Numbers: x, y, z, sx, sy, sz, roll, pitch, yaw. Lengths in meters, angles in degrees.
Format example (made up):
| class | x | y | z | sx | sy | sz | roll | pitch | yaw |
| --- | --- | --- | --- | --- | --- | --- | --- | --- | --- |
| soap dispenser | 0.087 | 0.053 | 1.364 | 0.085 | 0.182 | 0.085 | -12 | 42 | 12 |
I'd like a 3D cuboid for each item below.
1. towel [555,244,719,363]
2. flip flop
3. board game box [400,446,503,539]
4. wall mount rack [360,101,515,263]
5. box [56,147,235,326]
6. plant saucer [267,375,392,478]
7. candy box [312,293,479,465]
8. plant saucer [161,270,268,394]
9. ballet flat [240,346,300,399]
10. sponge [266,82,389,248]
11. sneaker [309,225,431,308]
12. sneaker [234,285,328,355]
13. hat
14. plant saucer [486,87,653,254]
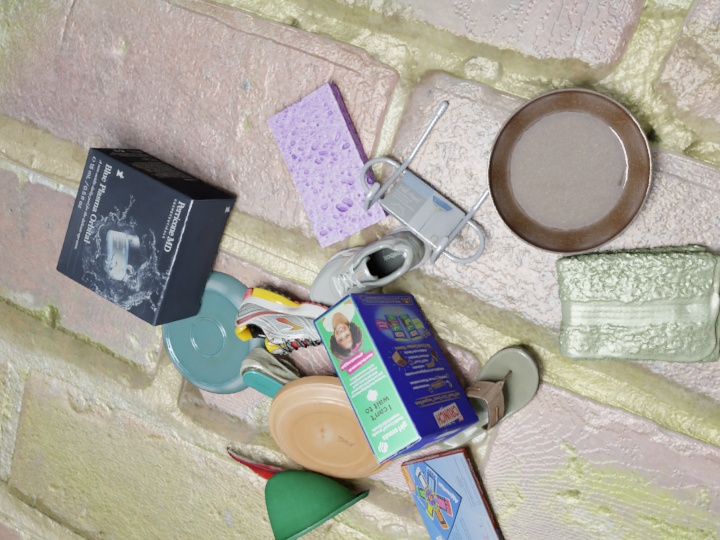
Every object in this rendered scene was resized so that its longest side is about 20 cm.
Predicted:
| class | x | y | z | sx | sy | sz | roll | pitch | yaw |
| --- | --- | --- | --- | --- | --- | --- | --- | --- | --- |
| towel | 0.347 | 0.045 | 0.971 | 0.197 | 0.036 | 0.151 | -1 | 100 | 21 |
| flip flop | 0.166 | 0.183 | 1.059 | 0.200 | 0.057 | 0.081 | -42 | 85 | 24 |
| board game box | 0.141 | 0.358 | 1.119 | 0.102 | 0.019 | 0.202 | -19 | 100 | 22 |
| wall mount rack | 0.102 | -0.112 | 1.012 | 0.199 | 0.075 | 0.174 | 38 | 71 | 8 |
| box | -0.320 | -0.054 | 1.148 | 0.198 | 0.117 | 0.199 | 25 | 104 | 18 |
| plant saucer | -0.040 | 0.236 | 1.120 | 0.197 | 0.033 | 0.202 | 7 | 129 | 9 |
| candy box | 0.048 | 0.134 | 1.007 | 0.077 | 0.168 | 0.202 | -38 | 68 | 26 |
| plant saucer | -0.235 | 0.102 | 1.214 | 0.197 | 0.027 | 0.204 | 5 | 104 | 21 |
| ballet flat | -0.088 | 0.180 | 1.150 | 0.199 | 0.063 | 0.067 | 38 | 127 | -15 |
| sponge | -0.045 | -0.146 | 1.084 | 0.110 | 0.030 | 0.202 | -23 | 93 | 24 |
| sneaker | 0.000 | 0.000 | 1.064 | 0.199 | 0.092 | 0.076 | -30 | 91 | 25 |
| sneaker | -0.092 | 0.092 | 1.116 | 0.197 | 0.078 | 0.083 | 13 | 62 | 24 |
| hat | -0.111 | 0.302 | 1.149 | 0.198 | 0.166 | 0.178 | -32 | 77 | 7 |
| plant saucer | 0.257 | -0.122 | 0.959 | 0.197 | 0.037 | 0.204 | 3 | 102 | 13 |
